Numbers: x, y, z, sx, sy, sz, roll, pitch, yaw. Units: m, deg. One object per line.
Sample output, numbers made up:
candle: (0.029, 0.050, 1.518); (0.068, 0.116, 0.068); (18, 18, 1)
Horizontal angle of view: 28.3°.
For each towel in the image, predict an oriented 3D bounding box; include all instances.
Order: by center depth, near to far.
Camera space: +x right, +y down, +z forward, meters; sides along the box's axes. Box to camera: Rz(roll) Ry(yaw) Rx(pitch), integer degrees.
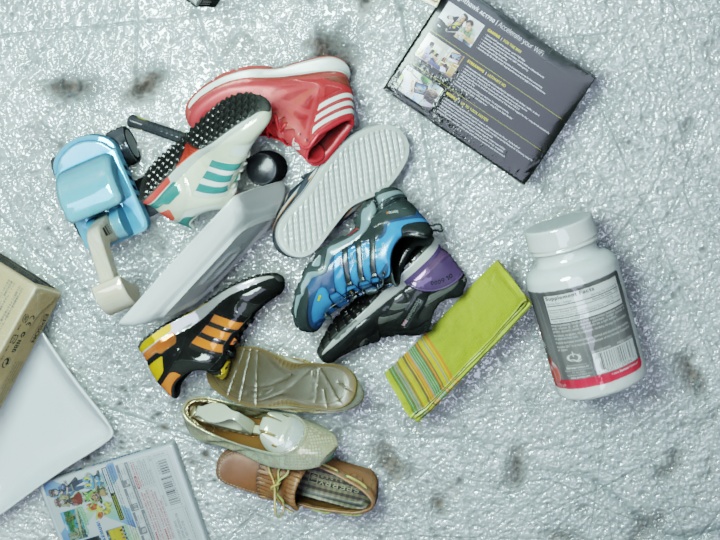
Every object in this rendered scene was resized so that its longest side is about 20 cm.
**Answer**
towel: (0.112, 0.082, 1.691); (0.200, 0.086, 0.018); (-47, 137, 13)

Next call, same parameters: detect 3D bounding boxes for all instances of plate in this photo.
plate: (-0.168, -0.015, 1.622); (0.032, 0.200, 0.200); (44, 105, 3)
plate: (-0.433, 0.172, 1.759); (0.199, 0.032, 0.201); (-34, 95, 9)

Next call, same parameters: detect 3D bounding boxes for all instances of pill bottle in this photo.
pill bottle: (0.256, 0.039, 1.657); (0.110, 0.111, 0.201); (-16, 99, 6)

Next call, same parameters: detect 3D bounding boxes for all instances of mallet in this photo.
mallet: (-0.179, -0.147, 1.694); (0.199, 0.066, 0.041); (21, 98, 15)

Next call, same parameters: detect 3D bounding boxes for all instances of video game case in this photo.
video game case: (-0.286, 0.331, 1.792); (0.181, 0.022, 0.201); (-17, 100, 7)

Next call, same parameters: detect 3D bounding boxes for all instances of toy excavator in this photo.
toy excavator: (-0.296, -0.057, 1.630); (0.099, 0.200, 0.196); (-21, 98, 8)

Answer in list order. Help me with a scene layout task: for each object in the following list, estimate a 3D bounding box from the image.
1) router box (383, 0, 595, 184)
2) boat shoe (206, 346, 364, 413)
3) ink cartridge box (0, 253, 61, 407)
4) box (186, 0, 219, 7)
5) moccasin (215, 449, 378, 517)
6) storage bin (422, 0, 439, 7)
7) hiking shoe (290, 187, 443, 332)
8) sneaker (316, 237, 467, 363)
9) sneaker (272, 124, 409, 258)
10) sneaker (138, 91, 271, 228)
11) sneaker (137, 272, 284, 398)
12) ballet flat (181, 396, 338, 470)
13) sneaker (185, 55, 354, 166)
router box: (0.148, -0.216, 1.647); (0.199, 0.051, 0.150); (34, 99, -3)
boat shoe: (-0.089, 0.139, 1.715); (0.199, 0.066, 0.075); (10, 77, 23)
ink cartridge box: (-0.476, 0.070, 1.694); (0.164, 0.075, 0.201); (30, 92, 17)
box: (-0.175, -0.417, 1.595); (0.148, 0.124, 0.200); (36, 100, -3)
moccasin: (-0.078, 0.259, 1.736); (0.200, 0.078, 0.074); (18, 101, 0)
storage bin: (0.039, -0.429, 1.594); (0.199, 0.094, 0.200); (25, 101, -1)
hiking shoe: (0.000, 0.000, 1.639); (0.087, 0.074, 0.200); (42, 98, 27)
sneaker: (0.040, 0.057, 1.696); (0.200, 0.076, 0.088); (-42, 101, 10)
sneaker: (-0.031, -0.095, 1.674); (0.200, 0.079, 0.079); (-43, 100, -12)
sneaker: (-0.158, -0.121, 1.627); (0.199, 0.071, 0.093); (-36, 124, 24)
sneaker: (-0.164, 0.078, 1.704); (0.199, 0.070, 0.090); (-29, 84, 10)
ballet flat: (-0.126, 0.193, 1.705); (0.198, 0.062, 0.068); (8, 63, 19)
sneaker: (-0.102, -0.171, 1.634); (0.199, 0.078, 0.116); (-17, 57, 7)
